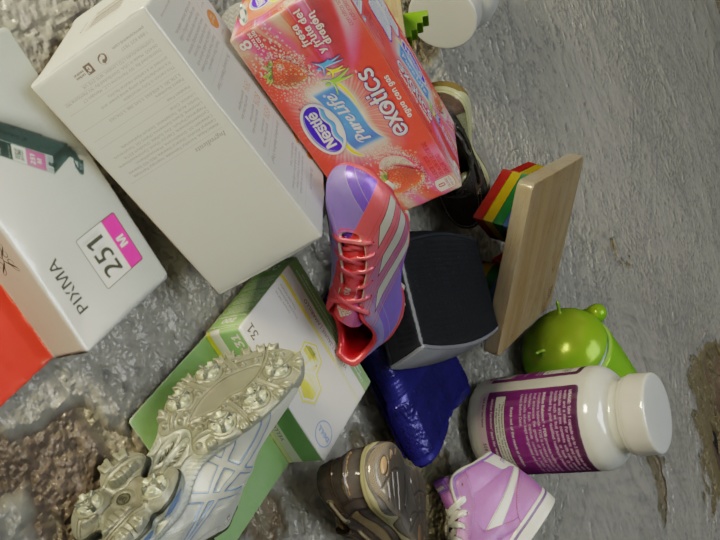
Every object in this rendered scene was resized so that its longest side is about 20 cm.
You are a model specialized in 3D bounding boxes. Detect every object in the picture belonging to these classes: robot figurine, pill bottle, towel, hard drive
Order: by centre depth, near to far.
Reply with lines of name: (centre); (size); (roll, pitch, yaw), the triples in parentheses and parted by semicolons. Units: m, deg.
hard drive: (0.078, 0.023, 0.865); (0.200, 0.042, 0.136); (-5, 81, -59)
towel: (0.039, 0.077, 0.867); (0.201, 0.049, 0.148); (65, 31, -15)
pill bottle: (0.228, 0.165, 0.945); (0.112, 0.199, 0.113); (19, 65, -49)
pill bottle: (0.123, -0.361, 1.050); (0.112, 0.112, 0.200); (51, 44, -31)
robot figurine: (0.285, 0.128, 1.115); (0.200, 0.115, 0.176); (46, 58, -34)

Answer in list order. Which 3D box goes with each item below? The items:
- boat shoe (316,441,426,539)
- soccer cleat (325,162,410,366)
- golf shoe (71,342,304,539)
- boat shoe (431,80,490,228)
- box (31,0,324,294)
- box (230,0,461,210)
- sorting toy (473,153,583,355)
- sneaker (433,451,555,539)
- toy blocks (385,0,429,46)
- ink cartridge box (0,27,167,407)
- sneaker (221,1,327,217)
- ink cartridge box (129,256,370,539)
boat shoe: (0.014, 0.207, 0.772); (0.200, 0.073, 0.075); (66, 24, -50)
soccer cleat: (0.000, 0.000, 0.695); (0.077, 0.066, 0.200); (-57, 156, -30)
golf shoe: (-0.110, 0.138, 0.619); (0.200, 0.078, 0.097); (-43, 136, -28)
boat shoe: (0.097, -0.112, 0.950); (0.200, 0.073, 0.065); (66, 35, -44)
box: (-0.120, -0.105, 0.630); (0.200, 0.097, 0.125); (52, 19, -30)
box: (-0.005, -0.148, 0.690); (0.200, 0.094, 0.103); (53, 25, -34)
sorting toy: (0.183, -0.031, 1.015); (0.199, 0.069, 0.201); (-28, 132, -57)
sneaker: (0.102, 0.277, 0.885); (0.114, 0.073, 0.201); (39, 60, 3)
toy blocks: (0.027, -0.177, 0.859); (0.200, 0.099, 0.137); (50, 33, -80)
ink cartridge box: (-0.233, -0.026, 0.536); (0.201, 0.043, 0.174); (61, 38, -21)
sneaker: (-0.062, -0.141, 0.777); (0.114, 0.075, 0.201); (-31, 106, -58)
ink cartridge box: (-0.078, 0.104, 0.701); (0.146, 0.048, 0.200); (61, 37, -22)
